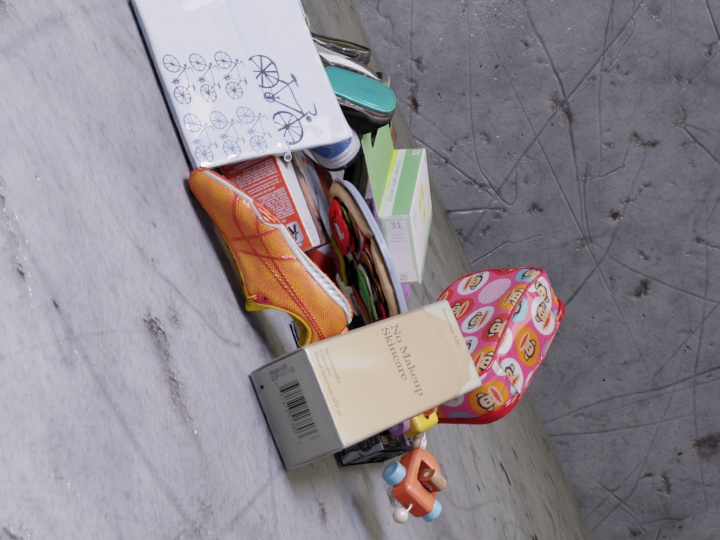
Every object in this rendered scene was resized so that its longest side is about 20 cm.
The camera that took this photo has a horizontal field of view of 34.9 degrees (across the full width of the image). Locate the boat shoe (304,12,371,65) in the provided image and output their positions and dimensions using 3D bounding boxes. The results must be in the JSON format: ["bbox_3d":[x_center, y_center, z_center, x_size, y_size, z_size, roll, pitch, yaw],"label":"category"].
[{"bbox_3d":[-0.080,-0.286,1.410,0.200,0.066,0.072,22,17,-19],"label":"boat shoe"}]

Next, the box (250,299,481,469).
[{"bbox_3d":[0.009,0.097,1.020,0.200,0.078,0.095,-18,82,-48],"label":"box"}]

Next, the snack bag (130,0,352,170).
[{"bbox_3d":[-0.108,-0.194,1.118,0.199,0.021,0.189,-14,77,-38],"label":"snack bag"}]

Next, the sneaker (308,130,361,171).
[{"bbox_3d":[-0.071,-0.207,1.400,0.200,0.076,0.077,45,-6,33],"label":"sneaker"}]

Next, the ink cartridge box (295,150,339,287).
[{"bbox_3d":[-0.043,-0.042,1.392,0.201,0.050,0.162,67,10,13],"label":"ink cartridge box"}]

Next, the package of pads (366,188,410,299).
[{"bbox_3d":[0.022,-0.034,1.639,0.200,0.075,0.121,-83,152,-70],"label":"package of pads"}]

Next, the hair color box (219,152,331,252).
[{"bbox_3d":[-0.102,-0.108,1.185,0.111,0.064,0.201,-29,97,-81],"label":"hair color box"}]

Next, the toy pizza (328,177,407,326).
[{"bbox_3d":[0.000,0.000,1.216,0.200,0.032,0.201,160,-90,-79],"label":"toy pizza"}]

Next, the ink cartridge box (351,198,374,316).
[{"bbox_3d":[0.016,0.044,1.393,0.177,0.044,0.201,-97,176,-52],"label":"ink cartridge box"}]

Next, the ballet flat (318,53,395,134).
[{"bbox_3d":[-0.057,-0.199,1.212,0.199,0.068,0.068,30,53,-17],"label":"ballet flat"}]

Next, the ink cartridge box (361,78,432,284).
[{"bbox_3d":[0.047,-0.105,1.355,0.146,0.048,0.201,-76,162,-51],"label":"ink cartridge box"}]

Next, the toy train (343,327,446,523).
[{"bbox_3d":[0.031,0.140,1.114,0.200,0.055,0.150,50,35,-17],"label":"toy train"}]

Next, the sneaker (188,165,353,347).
[{"bbox_3d":[-0.090,-0.008,1.028,0.200,0.077,0.073,50,-5,-8],"label":"sneaker"}]

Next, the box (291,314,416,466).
[{"bbox_3d":[-0.001,0.127,1.240,0.200,0.050,0.158,28,40,-75],"label":"box"}]

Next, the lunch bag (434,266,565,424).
[{"bbox_3d":[0.122,0.083,1.301,0.082,0.176,0.200,56,49,-25],"label":"lunch bag"}]

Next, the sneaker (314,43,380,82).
[{"bbox_3d":[-0.071,-0.238,1.285,0.074,0.199,0.080,119,-18,-47],"label":"sneaker"}]

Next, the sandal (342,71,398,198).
[{"bbox_3d":[0.016,-0.156,1.444,0.080,0.057,0.202,-101,-163,-57],"label":"sandal"}]
